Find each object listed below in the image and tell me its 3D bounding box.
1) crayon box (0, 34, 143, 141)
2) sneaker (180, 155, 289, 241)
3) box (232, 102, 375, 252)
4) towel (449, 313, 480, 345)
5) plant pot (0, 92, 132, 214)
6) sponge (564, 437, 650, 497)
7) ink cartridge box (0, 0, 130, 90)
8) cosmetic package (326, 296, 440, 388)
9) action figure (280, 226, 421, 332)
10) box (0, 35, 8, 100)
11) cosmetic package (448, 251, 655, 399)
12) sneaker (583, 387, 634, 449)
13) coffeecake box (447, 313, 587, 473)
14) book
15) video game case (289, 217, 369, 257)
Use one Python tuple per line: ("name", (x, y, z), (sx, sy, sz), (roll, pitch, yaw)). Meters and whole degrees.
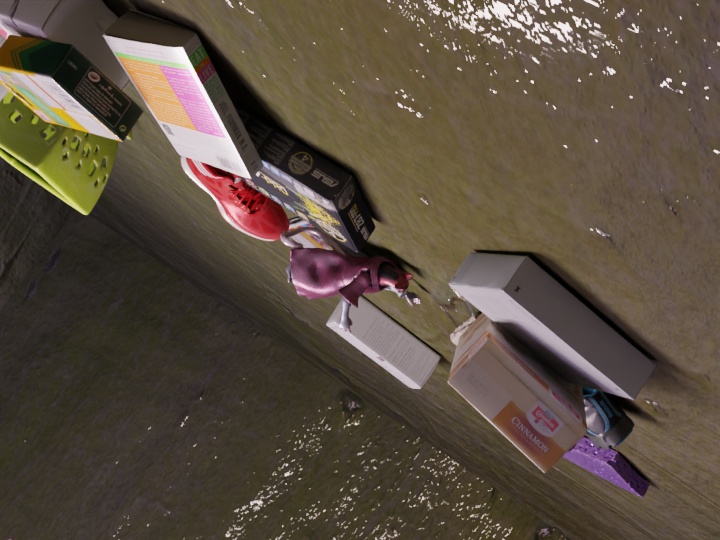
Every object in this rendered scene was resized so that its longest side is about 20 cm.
("crayon box", (-0.371, -0.227, 1.481), (0.199, 0.052, 0.126), (17, 160, 46))
("sneaker", (-0.177, -0.113, 1.772), (0.199, 0.079, 0.115), (37, 171, -16))
("box", (-0.082, -0.116, 1.516), (0.199, 0.049, 0.161), (33, 166, 20))
("towel", (0.195, 0.115, 1.705), (0.132, 0.035, 0.200), (37, 171, 1))
("plant pot", (-0.499, -0.240, 1.967), (0.198, 0.182, 0.200), (31, 169, 20))
("sponge", (0.376, 0.305, 1.986), (0.111, 0.030, 0.199), (42, 168, -32))
("ink cartridge box", (-0.385, -0.310, 1.535), (0.199, 0.083, 0.147), (26, 166, 43))
("cosmetic package", (0.040, 0.126, 2.169), (0.199, 0.074, 0.102), (36, 170, -5))
("action figure", (0.000, 0.000, 1.715), (0.199, 0.133, 0.151), (-2, 106, 44))
("box", (-0.622, -0.347, 1.828), (0.198, 0.201, 0.171), (25, 164, 51))
("cosmetic package", (0.209, 0.059, 1.334), (0.199, 0.052, 0.151), (39, 173, -17))
("sneaker", (0.292, 0.182, 1.630), (0.082, 0.073, 0.200), (54, 160, -12))
("coffeecake box", (0.188, 0.131, 1.426), (0.153, 0.073, 0.200), (43, -166, -1))
("book", (-0.202, -0.201, 1.409), (0.133, 0.048, 0.201), (22, 150, 37))
("video game case", (-0.045, -0.034, 1.868), (0.143, 0.018, 0.200), (38, 170, -11))
